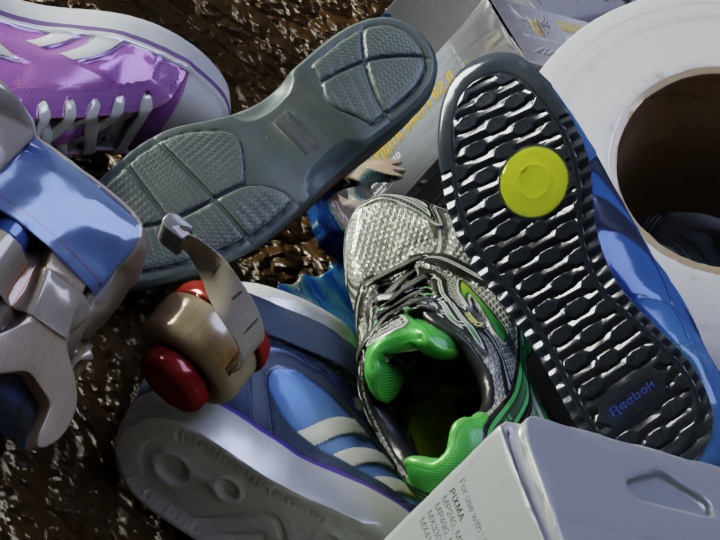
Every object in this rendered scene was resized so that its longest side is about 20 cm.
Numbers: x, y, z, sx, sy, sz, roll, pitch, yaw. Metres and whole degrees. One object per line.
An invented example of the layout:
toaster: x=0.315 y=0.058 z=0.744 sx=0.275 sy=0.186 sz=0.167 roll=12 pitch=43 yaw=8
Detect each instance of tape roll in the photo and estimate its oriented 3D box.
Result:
tape roll: x=0.167 y=-0.015 z=0.940 sx=0.200 sy=0.140 sz=0.205 roll=0 pitch=63 yaw=1

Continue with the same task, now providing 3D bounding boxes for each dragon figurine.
dragon figurine: x=0.000 y=0.000 z=0.974 sx=0.199 sy=0.100 sz=0.059 roll=33 pitch=28 yaw=22

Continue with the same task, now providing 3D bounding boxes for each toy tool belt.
toy tool belt: x=-0.147 y=0.015 z=0.751 sx=0.199 sy=0.125 sz=0.123 roll=37 pitch=64 yaw=3

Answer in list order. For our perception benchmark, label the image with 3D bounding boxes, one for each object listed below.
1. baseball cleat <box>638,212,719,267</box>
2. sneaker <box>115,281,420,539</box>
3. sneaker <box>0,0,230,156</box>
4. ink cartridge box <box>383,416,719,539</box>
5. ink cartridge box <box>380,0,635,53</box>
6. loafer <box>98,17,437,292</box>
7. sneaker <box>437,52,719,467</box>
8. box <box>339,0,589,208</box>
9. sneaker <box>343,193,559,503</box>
baseball cleat: x=0.229 y=-0.004 z=1.142 sx=0.199 sy=0.107 sz=0.070 roll=19 pitch=23 yaw=-51
sneaker: x=-0.003 y=0.082 z=0.848 sx=0.199 sy=0.081 sz=0.147 roll=35 pitch=35 yaw=-3
sneaker: x=-0.149 y=-0.065 z=0.880 sx=0.199 sy=0.073 sz=0.115 roll=12 pitch=44 yaw=-25
ink cartridge box: x=0.054 y=0.157 z=0.705 sx=0.145 sy=0.200 sz=0.083 roll=16 pitch=39 yaw=-36
ink cartridge box: x=0.085 y=-0.131 z=1.153 sx=0.084 sy=0.145 sz=0.199 roll=49 pitch=31 yaw=13
loafer: x=-0.047 y=-0.043 z=0.909 sx=0.199 sy=0.063 sz=0.072 roll=-33 pitch=72 yaw=-17
sneaker: x=0.094 y=0.003 z=0.817 sx=0.201 sy=0.066 sz=0.078 roll=63 pitch=15 yaw=16
box: x=0.094 y=-0.064 z=1.068 sx=0.199 sy=0.159 sz=0.049 roll=5 pitch=46 yaw=-45
sneaker: x=0.033 y=0.029 z=0.811 sx=0.085 sy=0.078 sz=0.201 roll=45 pitch=14 yaw=-40
